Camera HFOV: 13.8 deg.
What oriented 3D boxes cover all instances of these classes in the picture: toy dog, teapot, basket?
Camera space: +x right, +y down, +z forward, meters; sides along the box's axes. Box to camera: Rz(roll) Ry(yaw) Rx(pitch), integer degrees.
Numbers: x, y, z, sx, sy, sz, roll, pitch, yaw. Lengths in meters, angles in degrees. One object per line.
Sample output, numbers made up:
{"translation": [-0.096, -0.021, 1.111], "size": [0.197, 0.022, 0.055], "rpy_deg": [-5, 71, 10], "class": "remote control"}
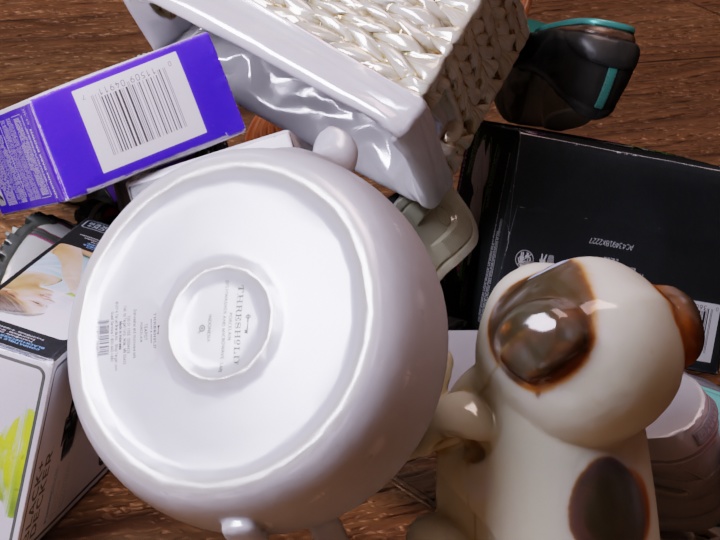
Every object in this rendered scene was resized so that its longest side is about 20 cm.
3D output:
{"translation": [0.091, 0.088, 1.452], "size": [0.140, 0.200, 0.194], "rpy_deg": [0, 23, -26], "class": "toy dog"}
{"translation": [-0.034, 0.046, 1.435], "size": [0.197, 0.200, 0.146], "rpy_deg": [43, 5, 29], "class": "teapot"}
{"translation": [-0.017, -0.146, 1.665], "size": [0.200, 0.123, 0.136], "rpy_deg": [29, -11, 17], "class": "basket"}

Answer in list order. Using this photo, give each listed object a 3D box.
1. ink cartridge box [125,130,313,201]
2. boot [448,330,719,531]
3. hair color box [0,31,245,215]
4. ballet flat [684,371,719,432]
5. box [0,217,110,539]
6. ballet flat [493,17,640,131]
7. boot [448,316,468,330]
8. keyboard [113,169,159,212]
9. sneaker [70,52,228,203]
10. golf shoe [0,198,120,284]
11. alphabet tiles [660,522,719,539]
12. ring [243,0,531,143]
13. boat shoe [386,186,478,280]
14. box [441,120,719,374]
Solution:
{"translation": [-0.063, -0.040, 1.681], "size": [0.095, 0.037, 0.200], "rpy_deg": [-17, -5, 7], "class": "ink cartridge box"}
{"translation": [0.102, 0.096, 1.608], "size": [0.200, 0.096, 0.074], "rpy_deg": [11, 48, 28], "class": "boot"}
{"translation": [-0.146, -0.080, 1.675], "size": [0.109, 0.065, 0.200], "rpy_deg": [-22, 7, -16], "class": "hair color box"}
{"translation": [0.156, 0.077, 1.670], "size": [0.200, 0.073, 0.073], "rpy_deg": [30, 26, 27], "class": "ballet flat"}
{"translation": [-0.159, 0.059, 1.521], "size": [0.060, 0.117, 0.200], "rpy_deg": [18, 20, 11], "class": "box"}
{"translation": [0.111, -0.121, 1.810], "size": [0.068, 0.068, 0.200], "rpy_deg": [9, 3, -14], "class": "ballet flat"}
{"translation": [-0.033, 0.047, 1.705], "size": [0.132, 0.070, 0.200], "rpy_deg": [18, 10, 21], "class": "boot"}
{"translation": [-0.112, -0.012, 1.733], "size": [0.056, 0.011, 0.200], "rpy_deg": [26, 22, -26], "class": "keyboard"}
{"translation": [-0.116, -0.080, 1.884], "size": [0.099, 0.070, 0.200], "rpy_deg": [17, -17, -20], "class": "sneaker"}
{"translation": [-0.154, 0.009, 1.716], "size": [0.088, 0.077, 0.200], "rpy_deg": [24, 23, 17], "class": "golf shoe"}
{"translation": [0.224, 0.132, 1.678], "size": [0.196, 0.015, 0.200], "rpy_deg": [7, 21, -11], "class": "alphabet tiles"}
{"translation": [0.018, -0.118, 1.807], "size": [0.200, 0.019, 0.200], "rpy_deg": [-27, 20, 11], "class": "ring"}
{"translation": [0.000, 0.000, 1.690], "size": [0.068, 0.072, 0.200], "rpy_deg": [-29, 0, 28], "class": "boat shoe"}
{"translation": [0.138, -0.018, 1.808], "size": [0.148, 0.124, 0.200], "rpy_deg": [10, 5, -8], "class": "box"}
